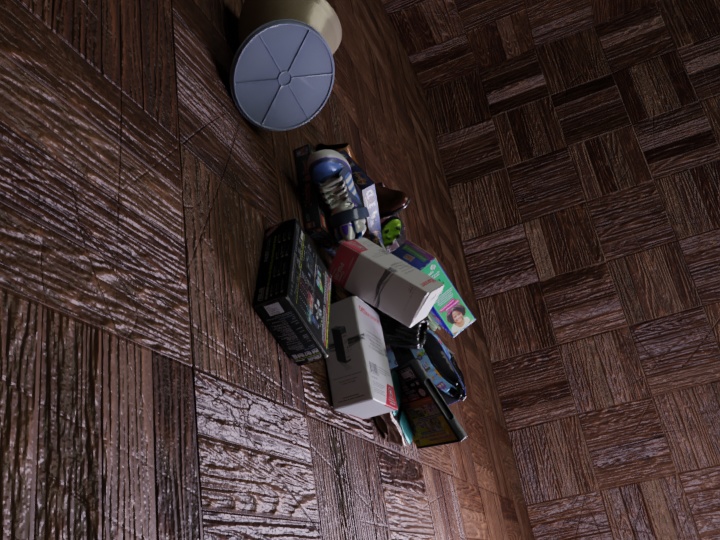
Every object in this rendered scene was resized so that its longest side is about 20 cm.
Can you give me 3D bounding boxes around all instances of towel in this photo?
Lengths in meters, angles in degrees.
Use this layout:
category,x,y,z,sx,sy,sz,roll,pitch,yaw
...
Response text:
category,x,y,z,sx,sy,sz,roll,pitch,yaw
towel,0.104,0.035,1.595,0.201,0.023,0.153,52,5,-23

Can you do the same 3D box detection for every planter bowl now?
category,x,y,z,sx,sy,sz,roll,pitch,yaw
planter bowl,-0.150,-0.430,1.345,0.201,0.198,0.136,54,51,-50

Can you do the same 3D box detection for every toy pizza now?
category,x,y,z,sx,sy,sz,roll,pitch,yaw
toy pizza,-0.140,-0.349,1.271,0.032,0.199,0.201,50,-6,48

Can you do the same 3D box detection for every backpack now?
category,x,y,z,sx,sy,sz,roll,pitch,yaw
backpack,0.125,0.217,1.605,0.201,0.181,0.135,61,14,-11

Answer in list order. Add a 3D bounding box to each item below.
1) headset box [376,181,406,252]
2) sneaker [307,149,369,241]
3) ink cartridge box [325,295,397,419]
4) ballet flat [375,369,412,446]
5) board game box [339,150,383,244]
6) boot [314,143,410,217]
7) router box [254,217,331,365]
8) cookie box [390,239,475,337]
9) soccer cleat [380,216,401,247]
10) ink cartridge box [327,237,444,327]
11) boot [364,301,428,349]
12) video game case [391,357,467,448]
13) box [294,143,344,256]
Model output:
category,x,y,z,sx,sy,sz,roll,pitch,yaw
headset box,0.058,-0.126,1.909,0.150,0.074,0.201,-90,158,-45
sneaker,-0.038,-0.136,1.425,0.200,0.080,0.148,56,17,-62
ink cartridge box,-0.005,0.169,1.358,0.144,0.083,0.202,41,35,-61
ballet flat,0.056,0.288,1.467,0.068,0.066,0.202,-58,140,-52
board game box,-0.005,-0.155,1.600,0.136,0.034,0.201,52,-17,36
boot,0.008,-0.222,1.653,0.069,0.187,0.201,-54,137,-27
router box,-0.107,0.033,1.187,0.201,0.062,0.151,-89,156,-49
cookie box,0.168,0.040,1.703,0.201,0.075,0.171,53,-4,-25
soccer cleat,0.045,-0.083,1.727,0.082,0.067,0.200,66,-24,23
ink cartridge box,0.050,0.020,1.403,0.199,0.083,0.146,31,14,13
boot,0.073,0.097,1.528,0.212,0.156,0.080,-71,153,-53
video game case,0.119,0.280,1.468,0.182,0.025,0.200,57,-27,3
box,-0.084,-0.148,1.507,0.137,0.037,0.202,43,33,-61
